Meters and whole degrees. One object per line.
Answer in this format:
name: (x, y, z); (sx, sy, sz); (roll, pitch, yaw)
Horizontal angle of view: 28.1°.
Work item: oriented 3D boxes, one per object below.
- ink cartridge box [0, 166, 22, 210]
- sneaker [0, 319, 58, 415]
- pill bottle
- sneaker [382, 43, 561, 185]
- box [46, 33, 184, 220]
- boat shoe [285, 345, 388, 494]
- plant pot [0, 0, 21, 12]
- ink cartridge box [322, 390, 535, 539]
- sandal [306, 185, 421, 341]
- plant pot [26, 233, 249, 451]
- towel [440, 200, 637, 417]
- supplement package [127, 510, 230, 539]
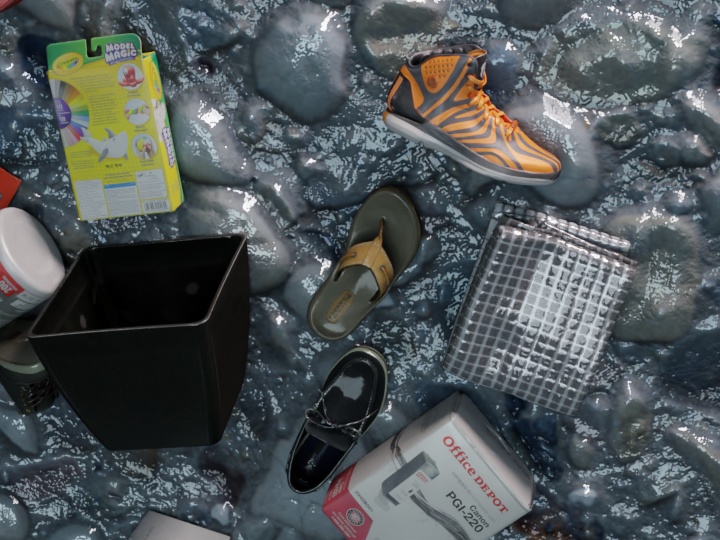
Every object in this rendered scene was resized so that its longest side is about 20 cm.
ink cartridge box: (-0.502, -0.112, 1.647); (0.200, 0.050, 0.109); (34, 111, -1)
sneaker: (-0.369, 0.118, 1.647); (0.075, 0.200, 0.106); (-34, 110, -21)
pill bottle: (-0.449, 0.022, 1.648); (0.200, 0.114, 0.114); (-30, 100, 18)
sneaker: (0.128, -0.167, 1.496); (0.200, 0.078, 0.112); (23, 112, 3)
box: (-0.273, -0.160, 1.591); (0.117, 0.048, 0.200); (-5, 109, 12)
boat shoe: (-0.028, 0.176, 1.649); (0.075, 0.062, 0.200); (31, 109, 1)
plant pot: (-0.391, -0.364, 1.473); (0.200, 0.183, 0.201); (3, 108, 10)
ink cartridge box: (0.079, 0.256, 1.643); (0.200, 0.085, 0.146); (-38, 98, 18)
sandal: (0.000, 0.000, 1.588); (0.082, 0.055, 0.200); (35, 111, -2)
plant pot: (-0.225, 0.089, 1.595); (0.200, 0.200, 0.178); (-4, 118, 12)
towel: (0.192, 0.043, 1.550); (0.165, 0.086, 0.200); (19, 110, 3)
supplement package: (-0.243, 0.414, 1.740); (0.109, 0.114, 0.200); (17, 112, 6)
